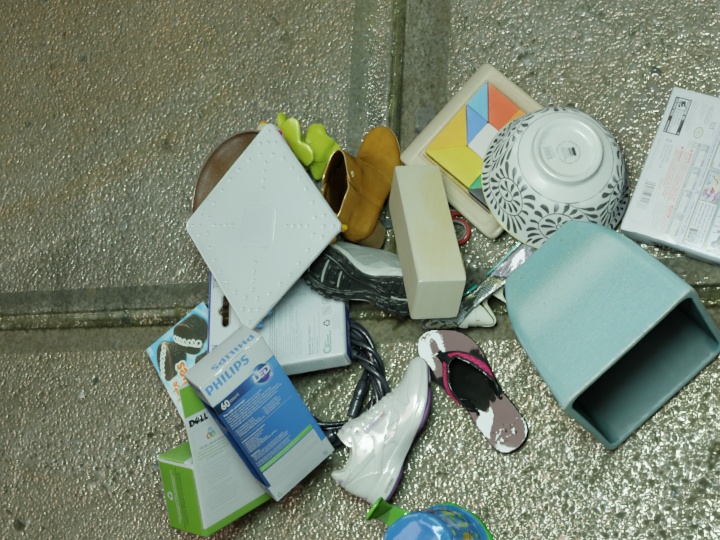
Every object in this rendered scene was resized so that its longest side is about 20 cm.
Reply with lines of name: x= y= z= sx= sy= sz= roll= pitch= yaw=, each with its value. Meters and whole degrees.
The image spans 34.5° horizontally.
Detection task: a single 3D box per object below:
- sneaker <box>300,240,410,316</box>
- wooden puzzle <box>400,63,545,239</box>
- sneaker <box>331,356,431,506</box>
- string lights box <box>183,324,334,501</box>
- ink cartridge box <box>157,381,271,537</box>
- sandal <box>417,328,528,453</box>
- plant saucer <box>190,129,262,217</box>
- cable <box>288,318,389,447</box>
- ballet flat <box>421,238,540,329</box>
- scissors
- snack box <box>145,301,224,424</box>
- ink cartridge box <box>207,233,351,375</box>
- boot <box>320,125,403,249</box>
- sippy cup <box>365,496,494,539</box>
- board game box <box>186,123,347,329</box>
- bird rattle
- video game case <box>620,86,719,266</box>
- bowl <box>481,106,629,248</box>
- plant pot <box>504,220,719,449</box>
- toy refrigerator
sneaker: x=0.000 y=0.000 z=1.568 sx=0.197 sy=0.080 sz=0.075 roll=19 pitch=120 yaw=-2
wooden puzzle: x=0.174 y=-0.169 z=1.585 sx=0.185 sy=0.037 sz=0.200 roll=-47 pitch=62 yaw=0
sneaker: x=0.029 y=0.201 z=1.509 sx=0.098 sy=0.075 sz=0.203 roll=24 pitch=83 yaw=-2
string lights box: x=-0.126 y=0.181 z=1.468 sx=0.102 sy=0.202 sz=0.059 roll=-39 pitch=28 yaw=-17
ink cartridge box: x=-0.192 y=0.222 z=1.523 sx=0.075 sy=0.147 sz=0.204 roll=2 pitch=106 yaw=40
sandal: x=0.145 y=0.148 z=1.506 sx=0.075 sy=0.045 sz=0.201 roll=-42 pitch=63 yaw=7
plant saucer: x=-0.154 y=-0.093 z=1.618 sx=0.198 sy=0.036 sz=0.204 roll=-7 pitch=78 yaw=35
cable: x=-0.048 y=0.140 z=1.589 sx=0.161 sy=0.051 sz=0.203 roll=-26 pitch=66 yaw=14
ballet flat: x=0.172 y=0.032 z=1.521 sx=0.199 sy=0.072 sz=0.072 roll=-39 pitch=64 yaw=9
scissors: x=0.073 y=-0.077 z=1.624 sx=0.197 sy=0.014 sz=0.074 roll=6 pitch=78 yaw=26
snack box: x=-0.217 y=0.160 z=1.662 sx=0.116 sy=0.037 sz=0.201 roll=-39 pitch=64 yaw=9
ink cartridge box: x=-0.113 y=0.052 z=1.609 sx=0.196 sy=0.043 sz=0.199 roll=-10 pitch=58 yaw=12
boot: x=0.000 y=-0.137 z=1.591 sx=0.070 sy=0.144 sz=0.205 roll=-4 pitch=66 yaw=23
sippy cup: x=0.088 y=0.352 z=1.424 sx=0.175 sy=0.130 sz=0.142 roll=-3 pitch=74 yaw=21
board game box: x=-0.129 y=-0.058 z=1.557 sx=0.200 sy=0.026 sz=0.201 roll=-47 pitch=59 yaw=21
bird rattle: x=-0.123 y=-0.134 z=1.697 sx=0.162 sy=0.112 sz=0.202 roll=34 pitch=102 yaw=39
video game case: x=0.447 y=-0.112 z=1.454 sx=0.179 sy=0.045 sz=0.203 roll=20 pitch=83 yaw=28
bowl: x=0.256 y=-0.135 z=1.476 sx=0.197 sy=0.094 sz=0.204 roll=0 pitch=69 yaw=-1
plant pot: x=0.286 y=0.059 z=1.400 sx=0.196 sy=0.196 sz=0.201 roll=-43 pitch=54 yaw=6
toy refrigerator: x=0.088 y=-0.040 z=1.514 sx=0.069 sy=0.077 sz=0.202 roll=-1 pitch=49 yaw=-9
